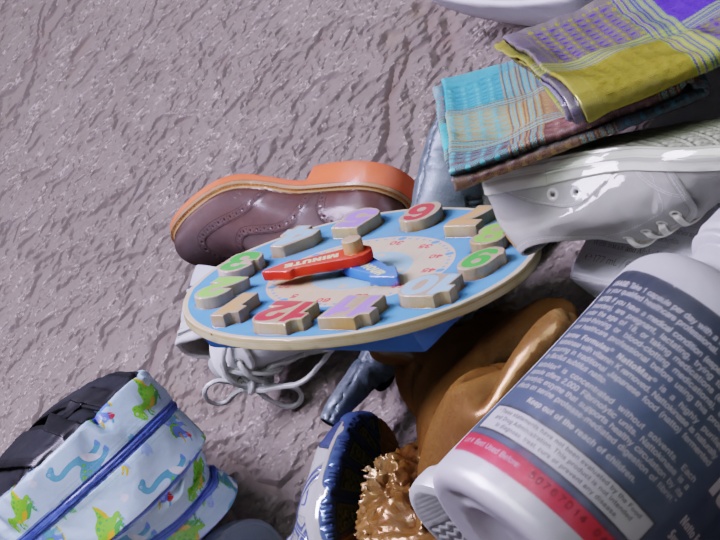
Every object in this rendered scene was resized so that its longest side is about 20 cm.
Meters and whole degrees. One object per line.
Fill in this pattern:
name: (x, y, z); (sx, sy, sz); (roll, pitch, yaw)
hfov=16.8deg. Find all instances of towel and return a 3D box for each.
towel: (0.111, -0.100, 1.341); (0.147, 0.022, 0.200); (-21, 15, 6)
towel: (0.177, -0.138, 1.288); (0.200, 0.023, 0.144); (-24, 22, -1)

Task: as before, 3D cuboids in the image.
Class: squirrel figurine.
squirrel figurine: (0.054, 0.099, 1.316); (0.200, 0.142, 0.187); (-50, 30, 0)

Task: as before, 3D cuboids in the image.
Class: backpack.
backpack: (-0.159, 0.135, 1.476); (0.163, 0.154, 0.200); (-37, -16, -28)

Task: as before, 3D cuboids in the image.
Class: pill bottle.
pill bottle: (0.140, 0.063, 1.110); (0.200, 0.120, 0.120); (-46, 34, -13)

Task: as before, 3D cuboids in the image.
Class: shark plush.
shark plush: (0.027, 0.001, 1.467); (0.200, 0.083, 0.091); (-52, 36, 1)

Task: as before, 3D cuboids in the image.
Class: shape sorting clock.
shape sorting clock: (0.000, 0.000, 1.343); (0.200, 0.039, 0.200); (-12, 22, 5)

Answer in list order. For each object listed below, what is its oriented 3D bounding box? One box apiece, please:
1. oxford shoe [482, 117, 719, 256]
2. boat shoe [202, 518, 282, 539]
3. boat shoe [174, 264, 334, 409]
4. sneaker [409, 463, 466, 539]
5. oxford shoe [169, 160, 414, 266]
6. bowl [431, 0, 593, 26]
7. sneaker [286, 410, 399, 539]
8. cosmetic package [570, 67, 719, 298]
oxford shoe: (0.154, -0.043, 1.257); (0.200, 0.075, 0.058); (-9, 98, 36)
boat shoe: (-0.122, 0.227, 1.430); (0.091, 0.071, 0.200); (-14, 34, 47)
boat shoe: (-0.068, 0.048, 1.536); (0.202, 0.075, 0.086); (10, 77, 60)
sneaker: (0.130, 0.105, 1.208); (0.074, 0.200, 0.118); (105, -178, -61)
oxford shoe: (-0.054, -0.020, 1.587); (0.200, 0.071, 0.073); (-12, 58, 43)
bowl: (0.142, -0.234, 1.546); (0.200, 0.075, 0.200); (14, 70, 52)
sneaker: (-0.030, 0.172, 1.393); (0.088, 0.075, 0.200); (-18, 48, 39)
cosmetic package: (0.214, -0.058, 1.313); (0.113, 0.081, 0.200); (10, 69, 53)
